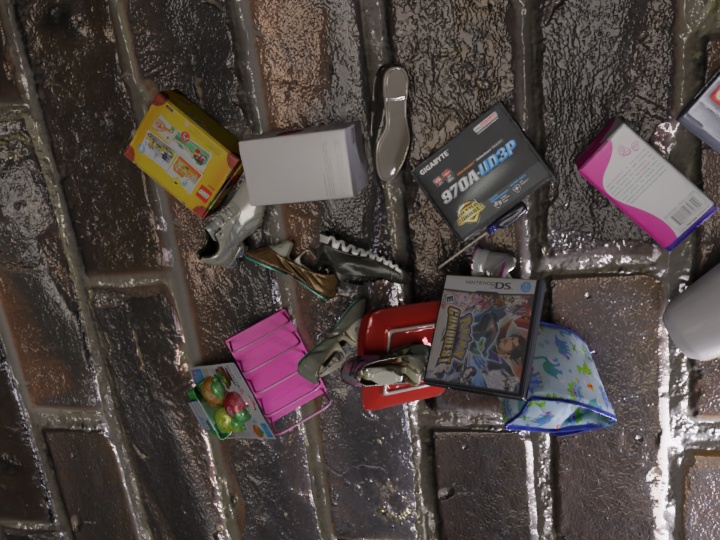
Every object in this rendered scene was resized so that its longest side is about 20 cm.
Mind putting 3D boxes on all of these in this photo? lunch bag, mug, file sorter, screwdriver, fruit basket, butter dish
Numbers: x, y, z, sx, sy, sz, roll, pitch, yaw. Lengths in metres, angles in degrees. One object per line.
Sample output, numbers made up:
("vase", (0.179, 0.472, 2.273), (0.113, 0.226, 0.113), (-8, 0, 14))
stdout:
("lunch bag", (0.337, 0.189, 1.142), (0.198, 0.171, 0.128), (6, 139, -17))
("mug", (0.607, 0.089, 1.085), (0.153, 0.149, 0.187), (-37, 90, 31))
("file sorter", (-0.162, 0.204, 1.306), (0.138, 0.125, 0.202), (-28, 101, -9))
("screwdriver", (0.219, -0.060, 1.190), (0.199, 0.029, 0.028), (-38, 96, 18))
("fruit basket", (-0.281, 0.284, 1.378), (0.199, 0.093, 0.187), (-11, 109, 51))
("butter dish", (0.065, 0.141, 1.249), (0.198, 0.148, 0.202), (-6, 110, -30))

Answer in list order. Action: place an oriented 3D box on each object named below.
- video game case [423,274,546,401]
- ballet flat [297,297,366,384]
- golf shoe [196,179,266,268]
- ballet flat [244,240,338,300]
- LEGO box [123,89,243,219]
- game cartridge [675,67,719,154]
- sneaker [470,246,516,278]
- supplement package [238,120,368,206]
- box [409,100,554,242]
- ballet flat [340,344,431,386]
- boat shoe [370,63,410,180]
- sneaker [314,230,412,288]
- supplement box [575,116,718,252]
("video game case", (0.208, 0.107, 1.102), (0.179, 0.025, 0.202), (3, 70, 34))
("ballet flat", (-0.038, 0.140, 1.257), (0.063, 0.200, 0.068), (36, 157, 21))
("golf shoe", (-0.251, -0.091, 1.261), (0.078, 0.097, 0.201), (39, 115, 31))
("ballet flat", (-0.129, -0.014, 1.287), (0.198, 0.068, 0.073), (27, 93, 4))
("LEGO box", (-0.330, -0.224, 1.254), (0.200, 0.077, 0.149), (40, 114, -1))
("game cartridge", (0.614, -0.277, 1.011), (0.133, 0.041, 0.201), (35, 114, -3))
("sneaker", (0.250, 0.056, 1.197), (0.087, 0.081, 0.202), (1, 109, 16))
("supplement package", (-0.099, -0.195, 1.180), (0.198, 0.121, 0.121), (-4, 108, 15))
("box", (0.212, -0.170, 1.141), (0.199, 0.046, 0.160), (-36, 92, 22))
("ballet flat", (0.062, 0.173, 1.126), (0.198, 0.071, 0.070), (-3, 106, -30))
("boat shoe", (0.050, -0.265, 1.160), (0.066, 0.057, 0.202), (-6, 115, -21))
("sneaker", (0.000, 0.000, 1.241), (0.198, 0.066, 0.091), (22, 92, 10))
("supplement box", (0.459, -0.144, 1.061), (0.200, 0.103, 0.101), (41, 114, -3))
